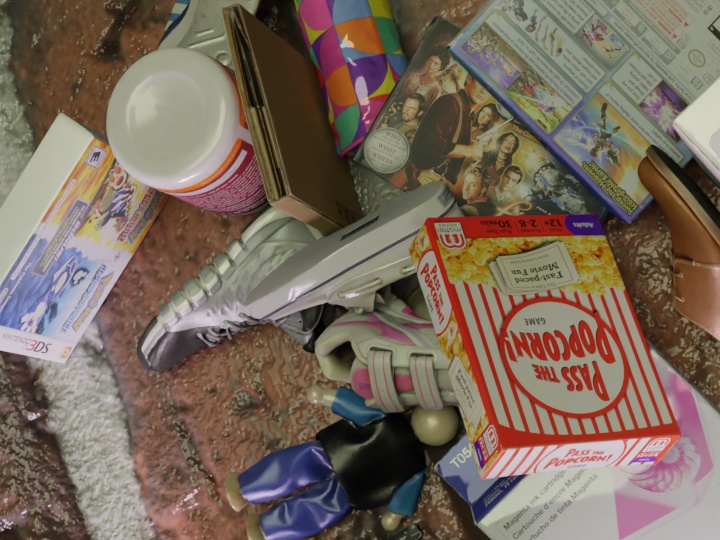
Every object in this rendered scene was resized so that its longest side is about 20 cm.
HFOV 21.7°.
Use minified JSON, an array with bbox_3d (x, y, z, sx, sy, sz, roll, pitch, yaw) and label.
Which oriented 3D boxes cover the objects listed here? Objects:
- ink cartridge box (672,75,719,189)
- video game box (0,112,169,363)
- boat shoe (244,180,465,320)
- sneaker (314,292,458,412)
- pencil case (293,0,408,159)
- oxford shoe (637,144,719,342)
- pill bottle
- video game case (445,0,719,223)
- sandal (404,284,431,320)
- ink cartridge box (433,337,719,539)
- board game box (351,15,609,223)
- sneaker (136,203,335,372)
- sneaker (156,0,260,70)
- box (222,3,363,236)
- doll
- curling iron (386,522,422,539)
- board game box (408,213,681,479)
[{"bbox_3d":[0.327,-0.094,1.389,0.129,0.200,0.125,-45,71,8],"label":"ink cartridge box"},{"bbox_3d":[-0.252,-0.021,1.586,0.047,0.182,0.200,33,93,17],"label":"video game box"},{"bbox_3d":[0.000,0.000,1.500,0.199,0.072,0.066,-29,106,18],"label":"boat shoe"},{"bbox_3d":[0.041,0.078,1.482,0.200,0.088,0.082,12,126,47],"label":"sneaker"},{"bbox_3d":[-0.006,-0.191,1.584,0.088,0.088,0.201,-20,73,15],"label":"pencil case"},{"bbox_3d":[0.261,-0.003,1.439,0.071,0.071,0.200,-31,98,17],"label":"oxford shoe"},{"bbox_3d":[-0.118,-0.106,1.543,0.112,0.200,0.114,-3,81,18],"label":"pill bottle"},{"bbox_3d":[0.199,-0.170,1.469,0.200,0.045,0.181,44,90,-5],"label":"video game case"},{"bbox_3d":[0.118,0.070,1.513,0.200,0.054,0.080,40,95,20],"label":"sandal"},{"bbox_3d":[0.190,0.159,1.460,0.200,0.043,0.196,44,97,5],"label":"ink cartridge box"},{"bbox_3d":[0.111,-0.095,1.510,0.199,0.035,0.136,30,92,-4],"label":"board game box"},{"bbox_3d":[-0.091,0.042,1.581,0.200,0.075,0.116,-45,80,13],"label":"sneaker"},{"bbox_3d":[-0.129,-0.232,1.643,0.080,0.147,0.200,15,128,-13],"label":"sneaker"},{"bbox_3d":[-0.051,-0.112,1.521,0.021,0.200,0.164,-19,75,14],"label":"box"},{"bbox_3d":[-0.012,0.156,1.542,0.199,0.048,0.137,-25,96,11],"label":"doll"},{"bbox_3d":[-0.036,0.262,1.546,0.199,0.026,0.050,-30,97,13],"label":"curling iron"},{"bbox_3d":[0.135,0.053,1.404,0.151,0.046,0.201,-3,58,-24],"label":"board game box"}]
